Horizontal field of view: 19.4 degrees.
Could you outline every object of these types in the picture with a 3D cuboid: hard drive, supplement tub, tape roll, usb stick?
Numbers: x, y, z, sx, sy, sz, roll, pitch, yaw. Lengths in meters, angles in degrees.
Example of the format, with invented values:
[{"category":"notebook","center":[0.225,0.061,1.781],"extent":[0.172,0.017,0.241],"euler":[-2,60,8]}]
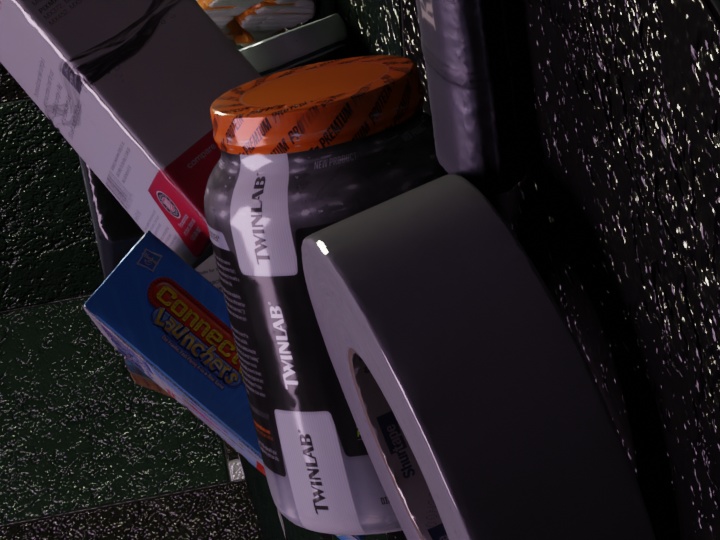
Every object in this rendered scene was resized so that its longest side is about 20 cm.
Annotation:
[{"category":"hard drive","center":[-0.169,-0.069,1.398],"extent":[0.200,0.033,0.140],"euler":[120,137,-79]},{"category":"supplement tub","center":[-0.002,0.010,0.970],"extent":[0.123,0.122,0.200],"euler":[-126,23,-71]},{"category":"tape roll","center":[0.046,0.066,0.826],"extent":[0.200,0.066,0.201],"euler":[157,90,-83]},{"category":"usb stick","center":[0.035,-0.121,0.791],"extent":[0.055,0.033,0.200],"euler":[-114,13,-57]}]

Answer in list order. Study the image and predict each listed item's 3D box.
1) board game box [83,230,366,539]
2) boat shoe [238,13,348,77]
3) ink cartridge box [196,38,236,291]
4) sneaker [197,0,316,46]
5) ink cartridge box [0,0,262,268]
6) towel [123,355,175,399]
[{"category":"board game box","center":[-0.061,0.073,1.214],"extent":[0.196,0.056,0.200],"euler":[40,173,2]},{"category":"boat shoe","center":[-0.031,-0.091,1.249],"extent":[0.200,0.071,0.091],"euler":[142,107,-86]},{"category":"ink cartridge box","center":[-0.104,-0.039,1.418],"extent":[0.145,0.084,0.200],"euler":[130,127,-81]},{"category":"sneaker","center":[-0.075,-0.190,1.351],"extent":[0.200,0.078,0.077],"euler":[176,93,-79]},{"category":"ink cartridge box","center":[-0.127,-0.107,1.195],"extent":[0.200,0.083,0.145],"euler":[50,165,0]},{"category":"towel","center":[-0.058,0.095,1.387],"extent":[0.147,0.200,0.022],"euler":[117,175,-80]}]
